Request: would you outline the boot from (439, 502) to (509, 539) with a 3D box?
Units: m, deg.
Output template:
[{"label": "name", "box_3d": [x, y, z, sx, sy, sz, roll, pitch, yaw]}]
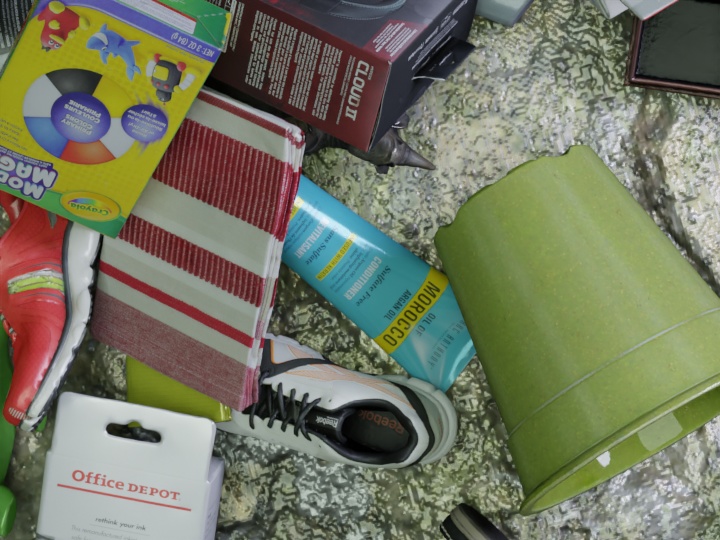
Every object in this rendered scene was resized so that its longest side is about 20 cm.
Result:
[{"label": "boot", "box_3d": [0.075, 0.275, 1.572, 0.150, 0.073, 0.200, -35, 95, 8]}]

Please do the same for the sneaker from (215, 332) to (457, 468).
[{"label": "sneaker", "box_3d": [-0.037, 0.089, 1.564, 0.199, 0.080, 0.074, 9, 97, 13]}]

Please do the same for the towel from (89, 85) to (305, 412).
[{"label": "towel", "box_3d": [-0.109, -0.023, 1.521, 0.144, 0.023, 0.201, 25, 114, 31]}]

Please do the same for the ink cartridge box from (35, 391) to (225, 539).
[{"label": "ink cartridge box", "box_3d": [-0.159, 0.182, 1.586, 0.115, 0.067, 0.201, 10, 100, 6]}]

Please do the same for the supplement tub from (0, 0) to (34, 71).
[{"label": "supplement tub", "box_3d": [-0.273, -0.130, 1.559, 0.199, 0.123, 0.123, -14, 92, 8]}]

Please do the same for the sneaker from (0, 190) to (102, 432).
[{"label": "sneaker", "box_3d": [-0.226, 0.018, 1.549, 0.085, 0.077, 0.200, 14, 54, -15]}]

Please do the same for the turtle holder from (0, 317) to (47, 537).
[{"label": "turtle holder", "box_3d": [-0.303, 0.093, 1.570, 0.131, 0.141, 0.186, 10, 106, 22]}]

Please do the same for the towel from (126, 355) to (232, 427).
[{"label": "towel", "box_3d": [-0.126, 0.005, 1.579, 0.086, 0.018, 0.201, -5, 85, 33]}]

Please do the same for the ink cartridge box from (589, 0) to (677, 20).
[{"label": "ink cartridge box", "box_3d": [0.232, -0.224, 1.459, 0.200, 0.174, 0.044, -31, 124, -1]}]

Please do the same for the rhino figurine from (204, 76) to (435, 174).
[{"label": "rhino figurine", "box_3d": [-0.041, -0.109, 1.550, 0.200, 0.087, 0.060, 22, 94, 6]}]

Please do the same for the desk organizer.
[{"label": "desk organizer", "box_3d": [0.276, -0.143, 1.517, 0.199, 0.077, 0.072, 9, 94, 6]}]

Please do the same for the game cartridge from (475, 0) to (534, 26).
[{"label": "game cartridge", "box_3d": [0.093, -0.273, 1.552, 0.133, 0.040, 0.200, 20, 96, 1]}]

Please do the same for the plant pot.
[{"label": "plant pot", "box_3d": [0.144, 0.028, 1.504, 0.200, 0.200, 0.190, -32, 76, 8]}]

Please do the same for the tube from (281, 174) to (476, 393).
[{"label": "tube", "box_3d": [0.000, 0.000, 1.570, 0.200, 0.050, 0.077, 37, 104, -12]}]

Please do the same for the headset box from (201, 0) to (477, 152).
[{"label": "headset box", "box_3d": [-0.025, -0.170, 1.495, 0.200, 0.149, 0.077, 26, 131, 14]}]

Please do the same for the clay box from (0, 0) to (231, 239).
[{"label": "clay box", "box_3d": [-0.175, -0.102, 1.466, 0.115, 0.048, 0.200, 24, 127, -12]}]
